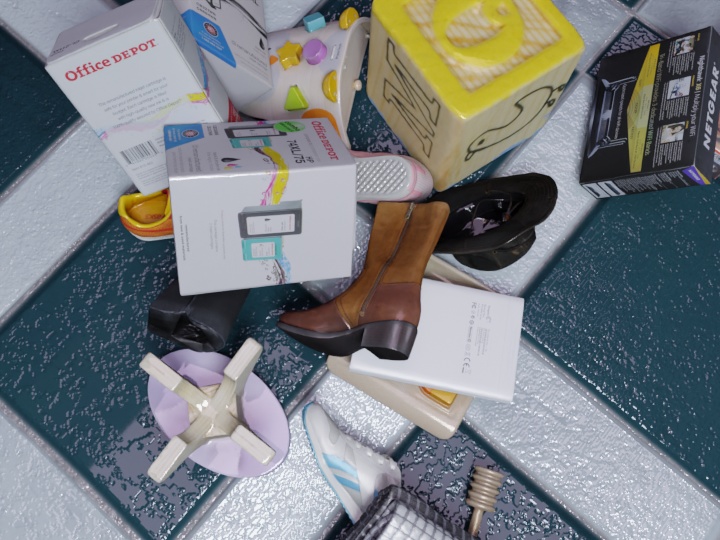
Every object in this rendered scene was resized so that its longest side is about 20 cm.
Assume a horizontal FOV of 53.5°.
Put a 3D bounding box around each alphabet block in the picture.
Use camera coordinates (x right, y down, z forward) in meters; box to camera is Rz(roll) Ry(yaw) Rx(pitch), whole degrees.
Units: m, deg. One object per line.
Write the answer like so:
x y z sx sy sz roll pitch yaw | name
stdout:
0.134 -0.258 0.924 0.195 0.200 0.197 -33 76 -10 | alphabet block

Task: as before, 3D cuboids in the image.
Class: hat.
0.163 -0.048 0.921 0.200 0.201 0.081 -31 119 -9 | hat

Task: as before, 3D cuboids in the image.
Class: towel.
0.039 0.351 0.774 0.165 0.086 0.200 36 98 -12 | towel

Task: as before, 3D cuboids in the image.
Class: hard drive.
0.095 0.079 0.885 0.198 0.027 0.133 11 70 1 | hard drive

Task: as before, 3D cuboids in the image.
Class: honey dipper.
0.125 0.333 0.841 0.038 0.038 0.201 18 77 5 | honey dipper

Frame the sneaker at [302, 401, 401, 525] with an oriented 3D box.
0.000 0.237 0.850 0.081 0.077 0.201 -33 86 -7 | sneaker

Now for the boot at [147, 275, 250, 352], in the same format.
-0.138 0.022 0.855 0.164 0.200 0.066 7 118 11 | boot

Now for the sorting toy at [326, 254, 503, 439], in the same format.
0.081 0.083 0.912 0.184 0.037 0.201 30 76 8 | sorting toy

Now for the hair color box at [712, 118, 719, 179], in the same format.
0.509 -0.241 0.995 0.111 0.064 0.200 36 78 9 | hair color box

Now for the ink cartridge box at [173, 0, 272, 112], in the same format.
-0.202 -0.335 0.956 0.084 0.146 0.201 -24 63 31 | ink cartridge box

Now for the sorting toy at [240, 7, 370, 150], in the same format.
-0.088 -0.279 1.000 0.179 0.107 0.201 6 73 21 | sorting toy

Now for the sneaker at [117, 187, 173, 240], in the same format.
-0.216 -0.082 0.939 0.198 0.077 0.073 -14 73 -6 | sneaker

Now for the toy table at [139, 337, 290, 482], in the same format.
-0.176 0.166 0.846 0.199 0.117 0.185 24 75 5 | toy table

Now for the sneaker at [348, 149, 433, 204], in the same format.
0.005 -0.123 0.961 0.199 0.104 0.076 10 95 32 | sneaker

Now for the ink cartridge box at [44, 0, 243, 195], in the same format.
-0.246 -0.207 0.850 0.145 0.201 0.083 -18 44 10 | ink cartridge box

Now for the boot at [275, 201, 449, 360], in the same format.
0.000 0.000 0.863 0.187 0.068 0.201 -2 62 37 | boot

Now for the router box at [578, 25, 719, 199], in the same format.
0.382 -0.202 0.939 0.052 0.157 0.201 26 71 -37 | router box

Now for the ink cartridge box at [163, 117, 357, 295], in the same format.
-0.117 -0.079 0.827 0.198 0.147 0.147 -6 33 -15 | ink cartridge box
